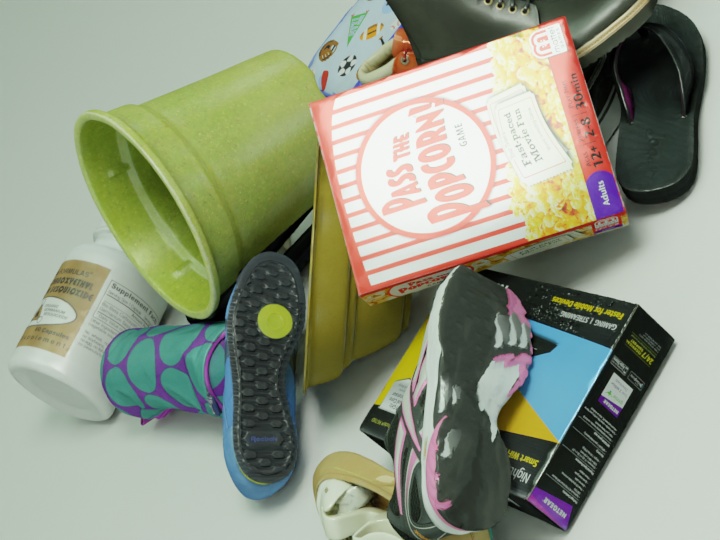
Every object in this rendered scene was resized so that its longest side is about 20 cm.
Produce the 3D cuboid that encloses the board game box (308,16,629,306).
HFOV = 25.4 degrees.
[{"bbox_3d":[0.077,-0.077,1.153,0.198,0.046,0.153,-18,76,9],"label":"board game box"}]

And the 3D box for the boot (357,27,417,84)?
[{"bbox_3d":[0.080,-0.169,1.339,0.199,0.107,0.075,-21,31,49],"label":"boot"}]

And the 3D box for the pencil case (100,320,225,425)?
[{"bbox_3d":[-0.150,0.092,1.409,0.085,0.093,0.199,-26,13,-34],"label":"pencil case"}]

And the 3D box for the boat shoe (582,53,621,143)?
[{"bbox_3d":[0.152,-0.113,1.244,0.070,0.064,0.201,2,58,54],"label":"boat shoe"}]

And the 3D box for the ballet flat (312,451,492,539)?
[{"bbox_3d":[0.009,0.171,1.110,0.063,0.069,0.199,-21,15,-32],"label":"ballet flat"}]

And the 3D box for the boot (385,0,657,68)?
[{"bbox_3d":[0.111,-0.208,1.212,0.199,0.139,0.078,-25,16,28],"label":"boot"}]

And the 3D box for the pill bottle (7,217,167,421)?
[{"bbox_3d":[-0.256,0.037,1.586,0.114,0.114,0.201,-7,51,50],"label":"pill bottle"}]

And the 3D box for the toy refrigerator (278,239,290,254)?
[{"bbox_3d":[-0.123,-0.074,1.573,0.076,0.070,0.201,-37,33,21],"label":"toy refrigerator"}]

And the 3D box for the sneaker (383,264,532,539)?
[{"bbox_3d":[0.051,0.088,1.048,0.086,0.080,0.201,-35,30,44],"label":"sneaker"}]

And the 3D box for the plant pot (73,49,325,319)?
[{"bbox_3d":[-0.115,-0.092,1.373,0.184,0.202,0.200,-34,23,-23],"label":"plant pot"}]

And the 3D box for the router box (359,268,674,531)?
[{"bbox_3d":[0.104,0.081,1.105,0.199,0.051,0.150,13,68,57],"label":"router box"}]

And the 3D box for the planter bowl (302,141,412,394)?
[{"bbox_3d":[0.000,0.000,1.268,0.200,0.083,0.202,-176,90,-88],"label":"planter bowl"}]

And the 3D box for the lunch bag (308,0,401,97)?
[{"bbox_3d":[0.047,-0.220,1.500,0.201,0.075,0.160,-53,32,-2],"label":"lunch bag"}]

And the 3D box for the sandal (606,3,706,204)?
[{"bbox_3d":[0.218,-0.138,1.181,0.075,0.048,0.202,-14,46,19],"label":"sandal"}]

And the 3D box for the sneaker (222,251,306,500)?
[{"bbox_3d":[-0.084,0.087,1.304,0.078,0.065,0.202,128,145,-66],"label":"sneaker"}]

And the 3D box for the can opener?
[{"bbox_3d":[-0.076,-0.013,1.457,0.200,0.063,0.079,-43,2,-4],"label":"can opener"}]
